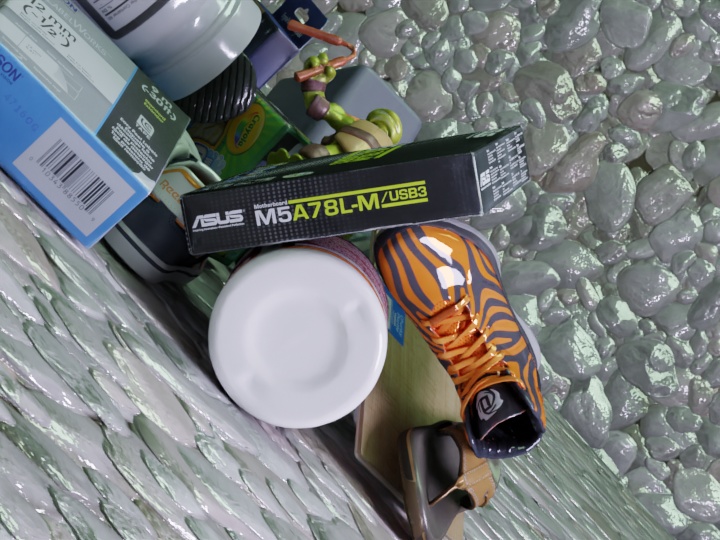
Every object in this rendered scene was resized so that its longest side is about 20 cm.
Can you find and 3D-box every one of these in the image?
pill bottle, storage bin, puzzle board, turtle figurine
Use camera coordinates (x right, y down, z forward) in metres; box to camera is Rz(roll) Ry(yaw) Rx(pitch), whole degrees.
[{"bbox_3d":[-0.038,0.032,1.447,0.114,0.114,0.200,46,5,-4],"label":"pill bottle"},{"bbox_3d":[-0.050,-0.109,1.935,0.146,0.135,0.200,43,-23,-23],"label":"storage bin"},{"bbox_3d":[0.038,0.085,1.604,0.151,0.017,0.201,46,37,-44],"label":"puzzle board"},{"bbox_3d":[-0.012,-0.091,1.619,0.200,0.064,0.161,46,36,0],"label":"turtle figurine"},{"bbox_3d":[-0.166,-0.217,1.478,0.200,0.116,0.116,48,4,-25],"label":"pill bottle"}]

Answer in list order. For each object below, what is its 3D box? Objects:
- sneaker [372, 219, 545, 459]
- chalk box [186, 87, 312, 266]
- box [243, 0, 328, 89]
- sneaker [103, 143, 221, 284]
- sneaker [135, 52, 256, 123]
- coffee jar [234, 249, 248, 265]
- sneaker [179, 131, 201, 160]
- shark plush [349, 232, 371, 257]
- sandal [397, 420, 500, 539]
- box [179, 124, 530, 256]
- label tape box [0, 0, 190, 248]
[{"bbox_3d":[0.080,0.052,1.491,0.200,0.077,0.112,49,20,-37],"label":"sneaker"},{"bbox_3d":[-0.115,-0.090,1.698,0.200,0.124,0.125,46,4,18],"label":"chalk box"},{"bbox_3d":[-0.118,-0.162,1.833,0.032,0.200,0.121,44,5,-24],"label":"box"},{"bbox_3d":[-0.124,-0.039,1.513,0.078,0.079,0.200,45,3,-4],"label":"sneaker"},{"bbox_3d":[-0.176,-0.156,1.627,0.199,0.074,0.089,10,5,-10],"label":"sneaker"},{"bbox_3d":[-0.017,0.024,1.752,0.085,0.104,0.200,42,7,-44],"label":"coffee jar"},{"bbox_3d":[-0.190,-0.096,1.551,0.200,0.073,0.085,37,23,-33],"label":"sneaker"},{"bbox_3d":[0.000,0.000,1.650,0.083,0.091,0.200,39,41,1],"label":"shark plush"},{"bbox_3d":[0.073,0.144,1.546,0.200,0.054,0.082,-4,80,-69],"label":"sandal"},{"bbox_3d":[0.002,-0.054,1.432,0.200,0.192,0.048,-32,111,-74],"label":"box"},{"bbox_3d":[-0.185,-0.118,1.412,0.143,0.066,0.200,44,24,-13],"label":"label tape box"}]
